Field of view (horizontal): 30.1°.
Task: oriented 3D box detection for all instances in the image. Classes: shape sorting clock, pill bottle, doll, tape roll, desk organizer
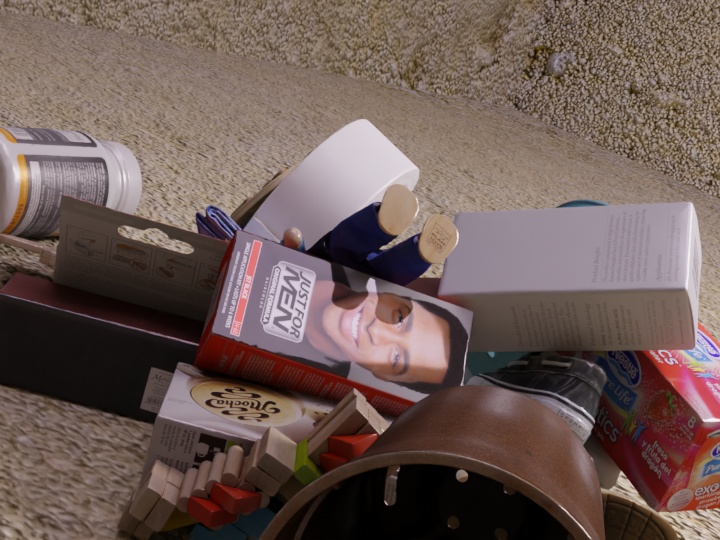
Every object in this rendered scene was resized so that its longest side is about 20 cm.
[{"bbox_3d":[-0.094,-0.051,1.308,0.039,0.200,0.200,44,20,8],"label":"shape sorting clock"},{"bbox_3d":[-0.335,-0.093,1.429,0.116,0.118,0.199,25,16,32],"label":"pill bottle"},{"bbox_3d":[0.000,0.000,1.083,0.136,0.049,0.199,36,-31,-16],"label":"doll"},{"bbox_3d":[-0.036,-0.043,1.252,0.071,0.203,0.202,43,20,8],"label":"tape roll"},{"bbox_3d":[-0.201,0.066,1.087,0.197,0.073,0.077,15,12,-5],"label":"desk organizer"}]

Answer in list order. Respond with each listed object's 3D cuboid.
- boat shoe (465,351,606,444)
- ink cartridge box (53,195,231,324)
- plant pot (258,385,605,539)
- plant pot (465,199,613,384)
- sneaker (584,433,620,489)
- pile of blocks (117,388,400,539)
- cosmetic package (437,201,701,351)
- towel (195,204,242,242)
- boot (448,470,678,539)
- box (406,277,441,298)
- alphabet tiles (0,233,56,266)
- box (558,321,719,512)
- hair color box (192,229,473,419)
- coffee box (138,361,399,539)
[{"bbox_3d":[0.150,0.102,1.108,0.072,0.071,0.200,39,-11,-16],"label":"boat shoe"},{"bbox_3d":[-0.174,0.005,1.124,0.160,0.201,0.058,15,48,-5],"label":"ink cartridge box"},{"bbox_3d":[0.055,0.162,0.740,0.198,0.203,0.198,18,16,8],"label":"plant pot"},{"bbox_3d":[0.179,0.052,1.319,0.187,0.203,0.199,-22,36,-37],"label":"plant pot"},{"bbox_3d":[0.205,0.139,1.176,0.076,0.081,0.200,40,10,0],"label":"sneaker"},{"bbox_3d":[-0.062,0.148,0.862,0.197,0.083,0.062,-20,14,5],"label":"pile of blocks"},{"bbox_3d":[0.169,0.007,1.076,0.197,0.075,0.102,-2,44,20],"label":"cosmetic package"},{"bbox_3d":[-0.065,0.039,1.150,0.200,0.024,0.147,43,-20,15],"label":"towel"},{"bbox_3d":[0.139,0.176,1.060,0.197,0.073,0.155,16,9,-16],"label":"boot"},{"bbox_3d":[0.057,0.056,1.399,0.100,0.076,0.198,28,17,40],"label":"box"},{"bbox_3d":[-0.249,0.000,1.278,0.193,0.015,0.200,18,-1,-8],"label":"alphabet tiles"},{"bbox_3d":[0.243,0.096,1.106,0.098,0.096,0.201,3,33,-29],"label":"box"},{"bbox_3d":[-0.019,0.053,1.022,0.198,0.061,0.103,19,53,-11],"label":"hair color box"},{"bbox_3d":[-0.050,0.142,0.950,0.197,0.081,0.113,15,15,-3],"label":"coffee box"}]
